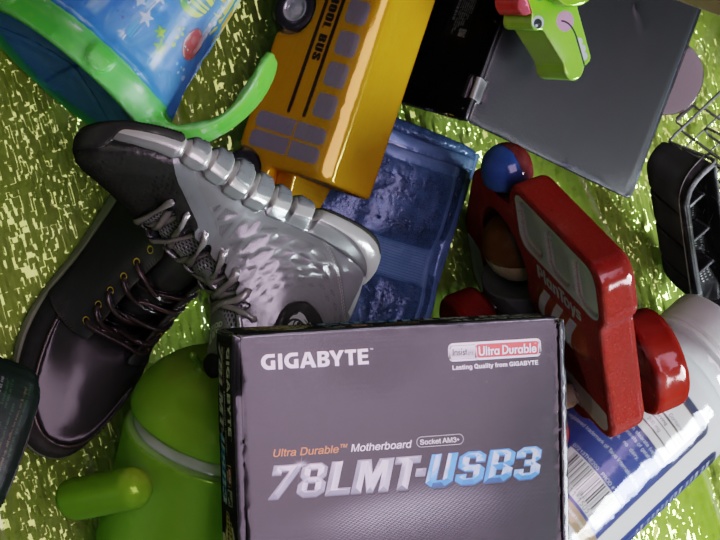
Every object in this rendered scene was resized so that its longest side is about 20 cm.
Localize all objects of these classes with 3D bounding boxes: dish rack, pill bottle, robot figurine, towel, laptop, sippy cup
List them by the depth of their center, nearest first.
[{"bbox_3d":[-0.136,-0.161,1.442,0.178,0.140,0.130,44,78,-20],"label":"sippy cup"},{"bbox_3d":[-0.095,0.133,1.479,0.175,0.116,0.201,-8,122,-45],"label":"robot figurine"},{"bbox_3d":[0.000,0.000,1.569,0.111,0.049,0.201,19,86,-24],"label":"towel"},{"bbox_3d":[0.100,-0.173,1.571,0.116,0.199,0.188,31,78,-59],"label":"laptop"},{"bbox_3d":[0.174,0.109,1.623,0.200,0.111,0.111,-41,109,-17],"label":"pill bottle"},{"bbox_3d":[0.274,-0.082,1.651,0.200,0.055,0.154,-43,147,-18],"label":"dish rack"}]

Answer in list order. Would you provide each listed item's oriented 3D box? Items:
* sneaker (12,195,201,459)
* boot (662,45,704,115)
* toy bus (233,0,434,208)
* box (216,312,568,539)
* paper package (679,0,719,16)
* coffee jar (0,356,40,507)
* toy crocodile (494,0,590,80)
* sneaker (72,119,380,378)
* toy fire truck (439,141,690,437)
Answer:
[{"bbox_3d":[-0.144,0.024,1.471,0.075,0.106,0.201,28,82,-24],"label":"sneaker"},{"bbox_3d":[0.125,-0.153,1.613,0.199,0.075,0.074,24,90,-6],"label":"boot"},{"bbox_3d":[-0.018,-0.113,1.510,0.065,0.078,0.201,21,87,-58],"label":"toy bus"},{"bbox_3d":[0.020,0.128,1.383,0.199,0.050,0.199,-2,95,-18],"label":"box"},{"bbox_3d":[0.197,-0.257,1.418,0.103,0.200,0.191,-31,125,-23],"label":"paper package"},{"bbox_3d":[-0.295,0.072,1.416,0.200,0.085,0.105,25,76,-24],"label":"coffee jar"},{"bbox_3d":[0.094,-0.208,1.462,0.062,0.067,0.201,-23,110,-23],"label":"toy crocodile"},{"bbox_3d":[-0.085,-0.002,1.393,0.199,0.075,0.116,25,72,-22],"label":"sneaker"},{"bbox_3d":[0.121,0.009,1.526,0.112,0.200,0.168,-20,129,-14],"label":"toy fire truck"}]
